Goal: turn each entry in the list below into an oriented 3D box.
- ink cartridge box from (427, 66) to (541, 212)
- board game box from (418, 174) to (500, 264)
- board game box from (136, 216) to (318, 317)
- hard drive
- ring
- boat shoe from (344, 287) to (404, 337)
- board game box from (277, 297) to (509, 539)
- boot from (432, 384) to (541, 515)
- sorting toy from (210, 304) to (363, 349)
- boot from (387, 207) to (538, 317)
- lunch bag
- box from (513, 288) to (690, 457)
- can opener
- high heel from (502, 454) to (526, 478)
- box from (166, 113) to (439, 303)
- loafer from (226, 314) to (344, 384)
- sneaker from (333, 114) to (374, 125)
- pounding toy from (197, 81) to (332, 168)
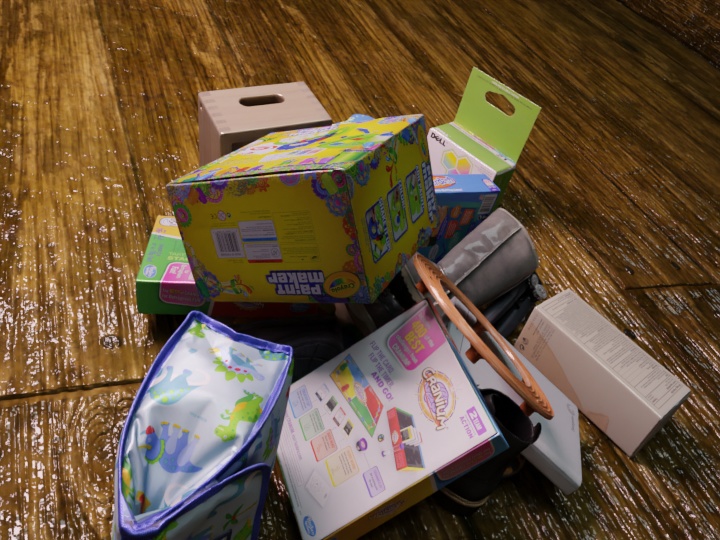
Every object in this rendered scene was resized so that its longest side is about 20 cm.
[{"bbox_3d":[0.187,-0.207,1.111,0.147,0.204,0.075,39,41,25],"label":"ink cartridge box"},{"bbox_3d":[0.080,-0.055,0.915,0.195,0.155,0.045,-5,42,-31],"label":"board game box"},{"bbox_3d":[-0.149,-0.007,0.786,0.194,0.041,0.154,2,31,-9],"label":"board game box"},{"bbox_3d":[0.162,0.130,0.732,0.199,0.027,0.133,43,30,-7],"label":"hard drive"},{"bbox_3d":[0.115,0.065,0.649,0.201,0.019,0.201,47,10,-11],"label":"ring"},{"bbox_3d":[0.000,0.000,0.816,0.063,0.073,0.202,-25,44,1],"label":"boat shoe"},{"bbox_3d":[0.016,0.142,0.621,0.197,0.040,0.155,-32,52,7],"label":"board game box"},{"bbox_3d":[0.068,0.137,0.664,0.197,0.140,0.078,31,40,2],"label":"boot"},{"bbox_3d":[-0.061,0.082,0.776,0.199,0.037,0.183,39,41,22],"label":"sorting toy"},{"bbox_3d":[0.125,-0.023,0.872,0.198,0.072,0.184,-38,102,-18],"label":"boot"},{"bbox_3d":[-0.133,0.167,0.526,0.124,0.173,0.202,19,36,5],"label":"lunch bag"},{"bbox_3d":[0.306,0.125,0.860,0.093,0.079,0.200,-17,51,-39],"label":"box"},{"bbox_3d":[0.202,0.056,0.927,0.064,0.077,0.200,59,41,-12],"label":"can opener"},{"bbox_3d":[0.108,0.137,0.754,0.198,0.072,0.143,35,32,4],"label":"high heel"},{"bbox_3d":[-0.047,-0.066,0.672,0.195,0.125,0.193,0,25,29],"label":"box"},{"bbox_3d":[-0.112,0.086,0.696,0.194,0.074,0.064,-8,32,1],"label":"loafer"},{"bbox_3d":[-0.014,-0.228,1.163,0.196,0.078,0.105,-2,29,-38],"label":"sneaker"},{"bbox_3d":[-0.126,-0.162,0.947,0.195,0.187,0.143,-14,47,-25],"label":"pounding toy"}]
